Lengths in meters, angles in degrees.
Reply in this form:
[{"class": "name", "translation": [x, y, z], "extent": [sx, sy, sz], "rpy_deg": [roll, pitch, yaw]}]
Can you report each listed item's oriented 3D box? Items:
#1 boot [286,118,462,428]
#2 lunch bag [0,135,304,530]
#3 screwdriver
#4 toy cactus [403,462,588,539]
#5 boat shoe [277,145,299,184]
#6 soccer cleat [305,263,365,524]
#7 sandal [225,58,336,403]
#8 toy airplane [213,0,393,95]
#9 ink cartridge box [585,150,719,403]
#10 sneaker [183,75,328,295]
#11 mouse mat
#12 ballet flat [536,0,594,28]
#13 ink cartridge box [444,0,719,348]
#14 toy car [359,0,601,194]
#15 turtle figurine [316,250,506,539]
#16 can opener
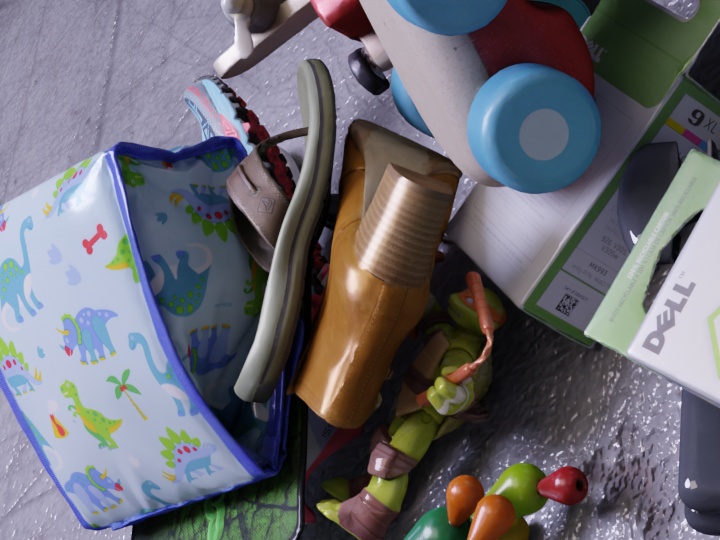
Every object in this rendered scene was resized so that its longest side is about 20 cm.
[{"class": "boot", "translation": [0.001, 0.000, 1.023], "extent": [0.201, 0.071, 0.144], "rpy_deg": [-96, 28, -76]}, {"class": "lunch bag", "translation": [-0.127, 0.041, 1.080], "extent": [0.170, 0.127, 0.200], "rpy_deg": [-23, 78, 44]}, {"class": "screwdriver", "translation": [0.026, -0.030, 1.155], "extent": [0.200, 0.028, 0.029], "rpy_deg": [8, 102, 60]}, {"class": "toy cactus", "translation": [0.024, 0.175, 0.942], "extent": [0.165, 0.102, 0.200], "rpy_deg": [10, 68, 54]}, {"class": "boat shoe", "translation": [-0.087, -0.013, 1.268], "extent": [0.070, 0.071, 0.201], "rpy_deg": [-32, 43, 40]}, {"class": "soccer cleat", "translation": [-0.012, 0.056, 1.115], "extent": [0.200, 0.076, 0.067], "rpy_deg": [-58, 5, 2]}, {"class": "sandal", "translation": [-0.049, -0.028, 1.012], "extent": [0.080, 0.057, 0.201], "rpy_deg": [100, -178, -68]}, {"class": "toy airplane", "translation": [0.004, -0.206, 1.171], "extent": [0.200, 0.141, 0.199], "rpy_deg": [-46, 12, -22]}, {"class": "ink cartridge box", "translation": [0.184, 0.016, 0.788], "extent": [0.200, 0.059, 0.104], "rpy_deg": [29, 90, 38]}, {"class": "sneaker", "translation": [-0.087, -0.033, 1.193], "extent": [0.095, 0.079, 0.200], "rpy_deg": [-25, 69, 6]}, {"class": "mouse mat", "translation": [-0.084, 0.096, 1.096], "extent": [0.161, 0.008, 0.200], "rpy_deg": [-31, 44, 38]}, {"class": "ballet flat", "translation": [0.105, -0.165, 1.113], "extent": [0.073, 0.073, 0.200], "rpy_deg": [-15, 55, 50]}, {"class": "ink cartridge box", "translation": [0.138, -0.070, 0.994], "extent": [0.200, 0.059, 0.104], "rpy_deg": [-56, 31, 10]}, {"class": "toy car", "translation": [0.102, -0.159, 0.951], "extent": [0.200, 0.177, 0.184], "rpy_deg": [-32, 19, -4]}, {"class": "turtle figurine", "translation": [0.038, 0.068, 1.036], "extent": [0.161, 0.064, 0.200], "rpy_deg": [-60, 14, 10]}, {"class": "can opener", "translation": [0.155, 0.027, 0.889], "extent": [0.067, 0.053, 0.200], "rpy_deg": [-1, 60, 16]}]
